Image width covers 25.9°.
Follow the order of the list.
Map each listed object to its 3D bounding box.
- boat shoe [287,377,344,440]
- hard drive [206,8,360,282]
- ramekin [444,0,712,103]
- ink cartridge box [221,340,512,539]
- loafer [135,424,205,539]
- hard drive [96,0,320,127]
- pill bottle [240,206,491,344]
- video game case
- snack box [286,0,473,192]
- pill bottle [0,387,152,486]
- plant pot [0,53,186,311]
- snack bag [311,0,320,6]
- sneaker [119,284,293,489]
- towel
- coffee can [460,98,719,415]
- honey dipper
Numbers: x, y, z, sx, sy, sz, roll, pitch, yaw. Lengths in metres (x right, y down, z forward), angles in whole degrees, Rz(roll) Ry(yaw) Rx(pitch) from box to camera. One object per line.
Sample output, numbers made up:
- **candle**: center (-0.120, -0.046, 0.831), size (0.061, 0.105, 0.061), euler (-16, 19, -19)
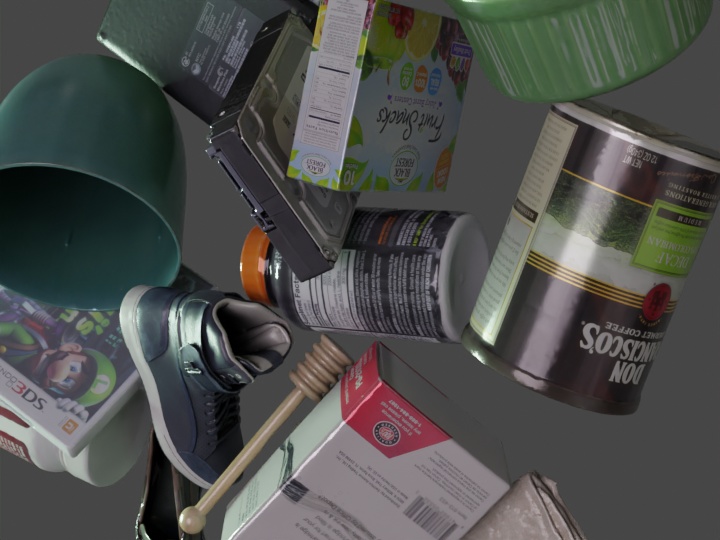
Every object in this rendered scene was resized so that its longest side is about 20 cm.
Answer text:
- **boat shoe**: center (-0.040, 0.163, 1.344), size (0.070, 0.063, 0.201), euler (38, 109, 21)
- **hard drive**: center (-0.049, -0.103, 1.239), size (0.038, 0.201, 0.140), euler (-23, 116, 27)
- **ramekin**: center (0.161, -0.209, 1.148), size (0.198, 0.201, 0.098), euler (-8, 125, 28)
- **ink cartridge box**: center (0.002, 0.184, 1.267), size (0.144, 0.085, 0.200), euler (39, 105, -14)
- **loafer**: center (-0.179, 0.224, 1.421), size (0.071, 0.063, 0.203), euler (9, 96, 27)
- **hard drive**: center (-0.134, -0.213, 1.373), size (0.199, 0.033, 0.141), euler (37, 114, 21)
- **pill bottle**: center (0.000, 0.000, 1.293), size (0.198, 0.106, 0.108), euler (5, 94, 28)
- **video game case**: center (-0.254, 0.044, 1.408), size (0.181, 0.023, 0.200), euler (32, 65, 22)
- **snack box**: center (0.022, -0.135, 1.221), size (0.052, 0.199, 0.144), euler (17, 100, 25)
- **pill bottle**: center (-0.298, 0.117, 1.452), size (0.198, 0.114, 0.116), euler (22, 102, 25)
- **plant pot**: center (-0.242, -0.089, 1.365), size (0.198, 0.201, 0.163), euler (-16, 48, 27)
- **snack bag**: center (-0.124, -0.247, 1.396), size (0.188, 0.021, 0.202), euler (34, 107, 22)
- **sneaker**: center (-0.112, 0.105, 1.331), size (0.145, 0.077, 0.204), euler (-1, 121, 38)
- **towel**: center (0.109, 0.267, 1.288), size (0.199, 0.034, 0.133), euler (-39, 73, 25)
- **coffee can**: center (0.176, -0.014, 1.175), size (0.145, 0.146, 0.202), euler (26, 103, 24)
- **honey dipper**: center (-0.083, 0.139, 1.302), size (0.038, 0.038, 0.200), euler (41, 90, 20)
